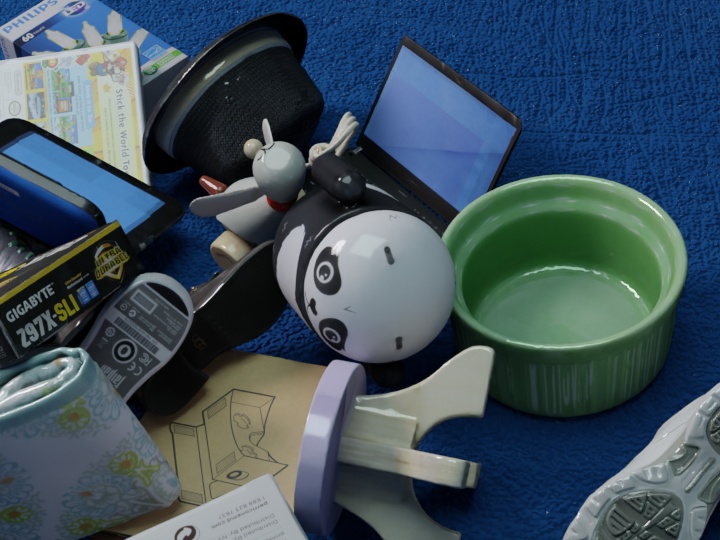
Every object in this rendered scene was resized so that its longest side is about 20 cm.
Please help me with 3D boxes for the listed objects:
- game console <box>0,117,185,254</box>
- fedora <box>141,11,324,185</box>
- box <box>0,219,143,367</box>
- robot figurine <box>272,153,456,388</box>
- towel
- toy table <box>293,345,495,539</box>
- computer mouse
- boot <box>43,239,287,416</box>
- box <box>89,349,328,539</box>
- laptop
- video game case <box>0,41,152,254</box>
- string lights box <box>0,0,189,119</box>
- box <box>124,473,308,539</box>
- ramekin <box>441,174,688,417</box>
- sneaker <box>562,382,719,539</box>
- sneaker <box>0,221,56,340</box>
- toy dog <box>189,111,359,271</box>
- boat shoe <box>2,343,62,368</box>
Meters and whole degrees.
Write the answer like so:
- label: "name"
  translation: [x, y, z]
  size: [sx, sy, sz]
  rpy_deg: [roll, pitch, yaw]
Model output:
- label: "game console"
  translation: [-0.267, -0.091, 1.418]
  size: [0.199, 0.171, 0.119]
  rpy_deg: [27, 68, 13]
- label: "fedora"
  translation: [-0.102, -0.141, 1.521]
  size: [0.092, 0.201, 0.200]
  rpy_deg: [43, 62, 16]
- label: "box"
  translation: [-0.283, 0.039, 1.257]
  size: [0.200, 0.049, 0.160]
  rpy_deg: [-21, 11, 36]
- label: "robot figurine"
  translation: [-0.002, -0.001, 1.301]
  size: [0.125, 0.150, 0.200]
  rpy_deg: [-53, 22, 3]
- label: "towel"
  translation: [-0.254, 0.145, 1.213]
  size: [0.199, 0.171, 0.048]
  rpy_deg: [-20, 49, 7]
- label: "toy table"
  translation: [0.025, 0.136, 1.202]
  size: [0.117, 0.185, 0.200]
  rpy_deg: [11, 6, 8]
- label: "computer mouse"
  translation: [-0.208, 0.083, 1.287]
  size: [0.200, 0.110, 0.044]
  rpy_deg: [-48, 25, -2]
- label: "boot"
  translation: [-0.169, 0.027, 1.395]
  size: [0.200, 0.069, 0.174]
  rpy_deg: [-44, 40, -21]
- label: "box"
  translation: [-0.106, 0.145, 1.316]
  size: [0.163, 0.021, 0.200]
  rpy_deg: [9, 46, 20]
- label: "laptop"
  translation: [0.018, -0.091, 1.482]
  size: [0.200, 0.104, 0.177]
  rpy_deg: [-30, 47, -21]
- label: "video game case"
  translation: [-0.290, -0.112, 1.554]
  size: [0.181, 0.023, 0.201]
  rpy_deg: [-8, 68, 0]
- label: "string lights box"
  translation: [-0.267, -0.208, 1.676]
  size: [0.103, 0.059, 0.200]
  rpy_deg: [-38, 51, -25]
- label: "box"
  translation: [-0.101, 0.277, 1.104]
  size: [0.198, 0.131, 0.200]
  rpy_deg: [-22, 45, -14]
- label: "ramekin"
  translation: [0.164, 0.024, 1.346]
  size: [0.199, 0.098, 0.200]
  rpy_deg: [-4, 44, 4]
- label: "sneaker"
  translation: [0.228, 0.159, 1.224]
  size: [0.200, 0.099, 0.078]
  rpy_deg: [-40, 87, -4]
- label: "sneaker"
  translation: [-0.300, -0.009, 1.446]
  size: [0.087, 0.074, 0.201]
  rpy_deg: [-20, 60, 17]
- label: "toy dog"
  translation: [-0.094, -0.074, 1.411]
  size: [0.096, 0.200, 0.132]
  rpy_deg: [38, 50, 5]
- label: "boat shoe"
  translation: [-0.298, 0.087, 1.354]
  size: [0.199, 0.072, 0.071]
  rpy_deg: [-13, 40, 14]
